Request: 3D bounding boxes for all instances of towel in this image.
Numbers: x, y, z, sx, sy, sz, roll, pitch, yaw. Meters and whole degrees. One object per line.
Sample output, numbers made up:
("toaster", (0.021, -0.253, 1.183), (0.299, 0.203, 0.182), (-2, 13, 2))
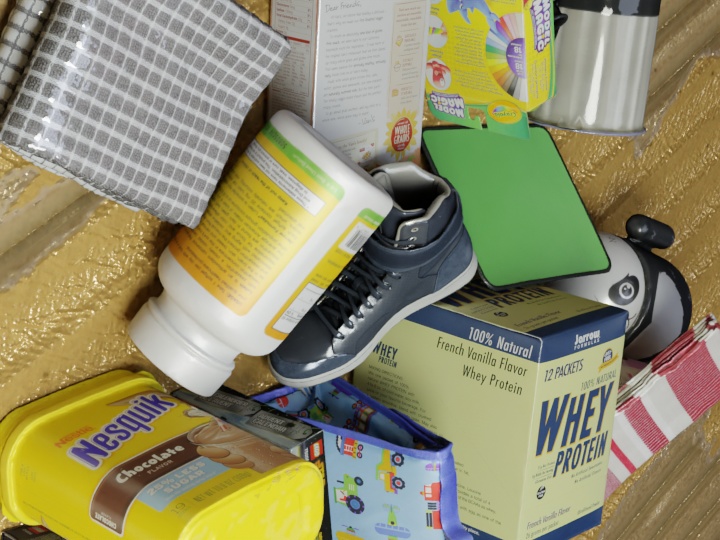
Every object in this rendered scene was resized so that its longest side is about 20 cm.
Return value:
("towel", (-0.150, -0.130, 1.077), (0.200, 0.085, 0.166), (25, 85, -51))
("towel", (0.274, 0.137, 1.486), (0.200, 0.023, 0.144), (-41, 146, 1))

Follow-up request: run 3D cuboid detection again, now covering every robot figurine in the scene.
("robot figurine", (0.257, 0.032, 1.585), (0.200, 0.124, 0.151), (20, 60, -51))

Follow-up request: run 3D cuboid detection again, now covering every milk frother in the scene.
("milk frother", (0.269, -0.220, 1.445), (0.180, 0.199, 0.189), (-14, 115, -50))

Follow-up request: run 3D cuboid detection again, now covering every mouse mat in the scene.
("mouse mat", (0.143, -0.062, 1.429), (0.200, 0.008, 0.161), (-6, 68, -49))

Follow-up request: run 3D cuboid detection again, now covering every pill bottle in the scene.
("pill bottle", (-0.079, -0.009, 1.162), (0.200, 0.111, 0.111), (-50, 140, 6))

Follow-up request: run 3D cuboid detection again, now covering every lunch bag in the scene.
("lunch bag", (0.007, 0.187, 1.294), (0.094, 0.200, 0.151), (-24, 123, -41))

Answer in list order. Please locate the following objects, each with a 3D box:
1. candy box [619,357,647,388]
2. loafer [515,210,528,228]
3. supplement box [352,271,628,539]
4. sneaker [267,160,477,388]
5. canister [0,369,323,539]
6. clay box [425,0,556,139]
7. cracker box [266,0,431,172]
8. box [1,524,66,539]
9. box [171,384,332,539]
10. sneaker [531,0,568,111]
("candy box", (0.191, 0.170, 1.536), (0.167, 0.072, 0.200), (17, 121, -49))
("loafer", (0.128, 0.028, 1.491), (0.063, 0.072, 0.201), (-36, 136, -60))
("supplement box", (0.107, 0.117, 1.384), (0.134, 0.200, 0.201), (-13, 113, -48))
("sneaker", (0.000, -0.001, 1.261), (0.202, 0.077, 0.146), (-36, 151, -12))
("canister", (-0.142, 0.150, 1.105), (0.148, 0.200, 0.087), (-21, 121, -43))
("clay box", (0.104, -0.216, 1.317), (0.048, 0.115, 0.201), (-33, 128, -39))
("cracker box", (-0.009, -0.163, 1.252), (0.134, 0.058, 0.201), (-16, 117, -46))
("box", (-0.183, 0.263, 1.103), (0.035, 0.200, 0.111), (-8, 109, -48))
("box", (-0.081, 0.196, 1.245), (0.040, 0.137, 0.201), (-27, 125, -40))
("sneaker", (0.153, -0.242, 1.390), (0.072, 0.083, 0.201), (-16, 116, -46))
